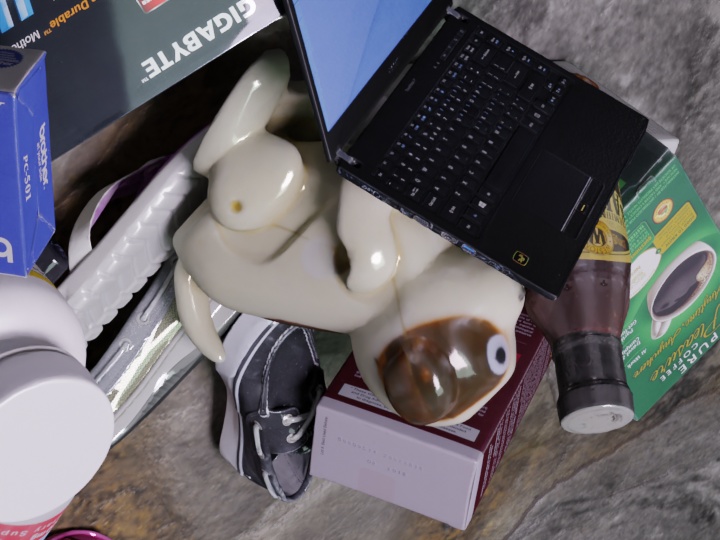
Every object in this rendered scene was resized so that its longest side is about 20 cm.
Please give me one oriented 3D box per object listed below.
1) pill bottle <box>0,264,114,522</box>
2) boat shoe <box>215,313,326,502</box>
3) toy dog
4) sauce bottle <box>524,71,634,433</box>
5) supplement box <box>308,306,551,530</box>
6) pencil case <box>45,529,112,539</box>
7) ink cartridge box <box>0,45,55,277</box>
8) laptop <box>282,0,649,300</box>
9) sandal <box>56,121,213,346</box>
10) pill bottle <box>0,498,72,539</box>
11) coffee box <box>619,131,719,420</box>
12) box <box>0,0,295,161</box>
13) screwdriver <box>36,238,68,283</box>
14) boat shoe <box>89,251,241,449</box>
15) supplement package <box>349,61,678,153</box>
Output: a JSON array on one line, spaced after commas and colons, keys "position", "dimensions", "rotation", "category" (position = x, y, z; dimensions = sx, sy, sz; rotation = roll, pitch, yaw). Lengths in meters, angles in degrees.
[{"position": [-0.204, 0.031, 0.885], "dimensions": [0.111, 0.200, 0.112], "rotation": [-23, 135, -26], "category": "pill bottle"}, {"position": [-0.048, 0.084, 1.132], "dimensions": [0.072, 0.068, 0.201], "rotation": [-36, 155, -30], "category": "boat shoe"}, {"position": [0.000, 0.000, 0.978], "dimensions": [0.195, 0.200, 0.139], "rotation": [-53, 166, 6], "category": "toy dog"}, {"position": [0.118, -0.011, 0.988], "dimensions": [0.065, 0.202, 0.066], "rotation": [-6, 155, -3], "category": "sauce bottle"}, {"position": [0.054, 0.066, 1.151], "dimensions": [0.200, 0.108, 0.061], "rotation": [-54, 158, -49], "category": "supplement box"}, {"position": [-0.203, 0.273, 1.165], "dimensions": [0.090, 0.094, 0.201], "rotation": [5, 116, -44], "category": "pencil case"}, {"position": [-0.239, -0.060, 0.801], "dimensions": [0.044, 0.198, 0.095], "rotation": [-71, 167, -56], "category": "ink cartridge box"}, {"position": [0.058, -0.115, 0.905], "dimensions": [0.178, 0.199, 0.104], "rotation": [-55, 174, -47], "category": "laptop"}, {"position": [-0.137, -0.023, 1.014], "dimensions": [0.203, 0.050, 0.082], "rotation": [-48, 167, -2], "category": "sandal"}, {"position": [-0.243, 0.151, 1.000], "dimensions": [0.108, 0.109, 0.200], "rotation": [4, 134, -43], "category": "pill bottle"}, {"position": [0.177, 0.007, 1.150], "dimensions": [0.123, 0.044, 0.200], "rotation": [-46, 142, 0], "category": "coffee box"}, {"position": [-0.155, -0.140, 0.834], "dimensions": [0.199, 0.046, 0.160], "rotation": [-31, 112, 0], "category": "box"}, {"position": [-0.242, 0.047, 0.985], "dimensions": [0.199, 0.028, 0.029], "rotation": [-35, 125, 6], "category": "screwdriver"}, {"position": [-0.142, 0.055, 1.074], "dimensions": [0.202, 0.065, 0.074], "rotation": [-46, 179, 2], "category": "boat shoe"}, {"position": [0.082, -0.056, 1.138], "dimensions": [0.199, 0.117, 0.118], "rotation": [-6, 126, -40], "category": "supplement package"}]
